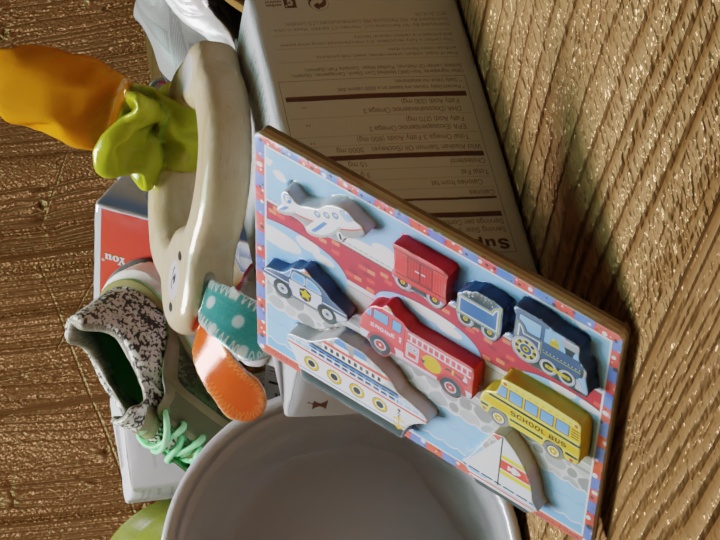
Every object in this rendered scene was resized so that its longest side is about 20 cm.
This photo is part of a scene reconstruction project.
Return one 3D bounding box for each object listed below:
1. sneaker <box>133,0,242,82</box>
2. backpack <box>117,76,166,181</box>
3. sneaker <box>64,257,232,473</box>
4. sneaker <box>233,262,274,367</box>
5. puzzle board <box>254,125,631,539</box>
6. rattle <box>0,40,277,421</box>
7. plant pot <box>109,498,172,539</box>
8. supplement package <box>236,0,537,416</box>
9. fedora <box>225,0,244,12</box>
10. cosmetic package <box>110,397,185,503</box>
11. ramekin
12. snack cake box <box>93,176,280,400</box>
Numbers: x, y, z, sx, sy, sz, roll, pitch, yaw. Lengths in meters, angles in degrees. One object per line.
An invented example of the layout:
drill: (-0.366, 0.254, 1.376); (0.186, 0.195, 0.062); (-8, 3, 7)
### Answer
sneaker: (-0.082, -0.125, 1.507); (0.079, 0.074, 0.200); (-53, 55, 35)
backpack: (-0.075, -0.060, 1.607); (0.200, 0.178, 0.151); (-112, 37, -61)
sneaker: (-0.112, 0.092, 1.406); (0.200, 0.089, 0.077); (53, 129, 8)
sneaker: (0.000, 0.000, 1.335); (0.200, 0.088, 0.081); (-54, -12, -40)
puzzle board: (0.029, 0.033, 1.078); (0.200, 0.017, 0.151); (30, 143, 24)
rattle: (-0.120, -0.025, 1.226); (0.130, 0.143, 0.200); (-29, 54, 48)
plant pot: (-0.072, 0.231, 1.522); (0.193, 0.200, 0.200); (17, 119, 46)
supplement package: (0.005, -0.039, 1.235); (0.117, 0.117, 0.200); (105, 157, -51)
fedora: (-0.058, -0.234, 1.509); (0.082, 0.201, 0.201); (-47, 37, 26)
cosmetic package: (-0.065, 0.105, 1.600); (0.113, 0.200, 0.081); (130, 132, -76)
ramekin: (-0.009, 0.168, 1.322); (0.105, 0.200, 0.200); (77, -176, -81)
snack cake box: (-0.063, 0.015, 1.458); (0.067, 0.200, 0.115); (-54, -26, -53)
